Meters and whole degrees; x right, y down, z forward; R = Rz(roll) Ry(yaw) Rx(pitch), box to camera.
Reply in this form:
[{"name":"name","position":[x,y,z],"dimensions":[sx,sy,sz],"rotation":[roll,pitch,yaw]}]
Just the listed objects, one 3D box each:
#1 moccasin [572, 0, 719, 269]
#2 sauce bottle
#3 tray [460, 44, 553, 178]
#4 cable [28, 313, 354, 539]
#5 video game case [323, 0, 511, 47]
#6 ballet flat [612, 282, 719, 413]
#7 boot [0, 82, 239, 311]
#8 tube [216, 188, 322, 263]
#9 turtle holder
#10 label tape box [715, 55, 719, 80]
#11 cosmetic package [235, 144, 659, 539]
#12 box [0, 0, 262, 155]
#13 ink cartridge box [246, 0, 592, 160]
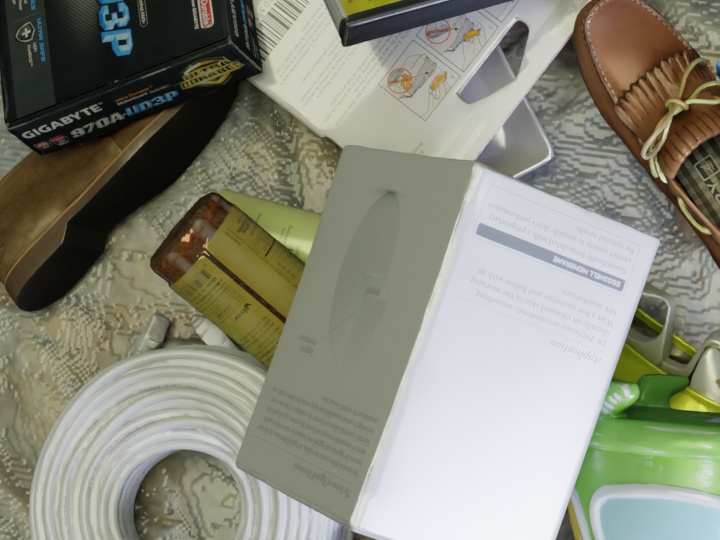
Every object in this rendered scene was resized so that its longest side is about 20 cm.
[{"name":"moccasin","position":[0.193,-0.075,1.482],"dimensions":[0.073,0.078,0.202],"rotation":[-28,90,-6]},{"name":"sauce bottle","position":[-0.034,0.038,1.520],"dimensions":[0.200,0.066,0.066],"rotation":[42,93,-9]},{"name":"tray","position":[0.032,-0.130,1.576],"dimensions":[0.107,0.022,0.201],"rotation":[-28,78,8]},{"name":"cable","position":[-0.102,0.144,1.544],"dimensions":[0.200,0.069,0.200],"rotation":[34,90,14]},{"name":"video game case","position":[0.050,-0.234,1.500],"dimensions":[0.199,0.026,0.181],"rotation":[-17,64,-15]},{"name":"ballet flat","position":[0.182,0.052,1.492],"dimensions":[0.200,0.067,0.067],"rotation":[34,117,17]},{"name":"boot","position":[-0.163,-0.070,1.590],"dimensions":[0.200,0.074,0.076],"rotation":[-43,66,6]},{"name":"tube","position":[0.000,0.000,1.552],"dimensions":[0.199,0.058,0.052],"rotation":[17,57,11]},{"name":"turtle holder","position":[0.166,0.126,1.391],"dimensions":[0.184,0.141,0.133],"rotation":[3,92,-3]},{"name":"label tape box","position":[0.324,-0.156,1.494],"dimensions":[0.143,0.066,0.200],"rotation":[37,93,13]},{"name":"cosmetic package","position":[0.043,0.049,1.403],"dimensions":[0.122,0.199,0.201],"rotation":[21,88,-21]},{"name":"box","position":[-0.150,-0.187,1.573],"dimensions":[0.158,0.046,0.201],"rotation":[-18,62,18]},{"name":"ink cartridge box","position":[0.039,-0.158,1.544],"dimensions":[0.176,0.045,0.200],"rotation":[39,92,14]}]
